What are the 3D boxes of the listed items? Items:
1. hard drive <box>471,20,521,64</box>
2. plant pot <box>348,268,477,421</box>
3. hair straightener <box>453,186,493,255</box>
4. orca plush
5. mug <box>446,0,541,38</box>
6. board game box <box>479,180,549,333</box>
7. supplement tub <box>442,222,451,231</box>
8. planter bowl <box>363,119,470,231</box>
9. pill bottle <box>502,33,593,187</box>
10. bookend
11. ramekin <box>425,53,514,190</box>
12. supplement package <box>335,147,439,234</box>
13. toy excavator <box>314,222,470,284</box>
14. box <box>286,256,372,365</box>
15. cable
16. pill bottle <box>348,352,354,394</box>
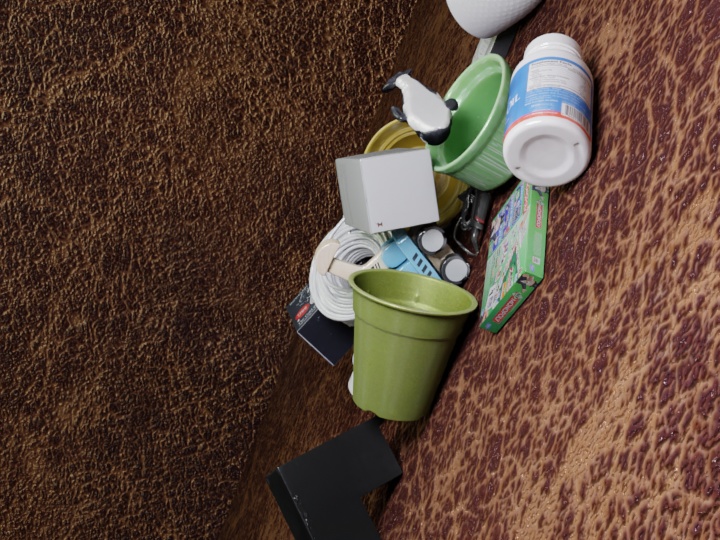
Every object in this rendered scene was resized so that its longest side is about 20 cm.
[{"bbox_3d":[0.280,-0.485,1.922,0.140,0.037,0.202,-99,31,-72],"label":"hard drive"},{"bbox_3d":[0.064,0.119,1.488,0.200,0.197,0.192,-102,21,-74],"label":"plant pot"},{"bbox_3d":[0.193,-0.115,1.605,0.077,0.041,0.202,-24,50,57],"label":"hair straightener"},{"bbox_3d":[0.090,-0.242,1.554,0.200,0.104,0.072,45,148,44],"label":"orca plush"},{"bbox_3d":[0.271,-0.538,1.762,0.175,0.148,0.201,-23,29,52],"label":"mug"},{"bbox_3d":[0.212,-0.032,1.339,0.135,0.029,0.202,122,166,-49],"label":"board game box"},{"bbox_3d":[0.085,-0.100,1.879,0.200,0.143,0.146,133,156,-68],"label":"supplement tub"},{"bbox_3d":[0.105,-0.170,1.733,0.202,0.199,0.083,-67,-10,10],"label":"planter bowl"},{"bbox_3d":[0.247,-0.215,1.275,0.113,0.111,0.201,121,167,-47],"label":"pill bottle"},{"bbox_3d":[-0.013,0.361,1.530,0.198,0.200,0.092,-24,-12,-25],"label":"bookend"},{"bbox_3d":[0.196,-0.224,1.525,0.200,0.097,0.201,-48,27,34],"label":"ramekin"},{"bbox_3d":[0.040,-0.133,1.587,0.200,0.116,0.119,-149,50,-75],"label":"supplement package"},{"bbox_3d":[0.050,-0.011,1.597,0.199,0.195,0.100,-39,14,4],"label":"toy excavator"},{"bbox_3d":[-0.035,0.055,1.897,0.200,0.104,0.182,-47,16,1],"label":"box"},{"bbox_3d":[0.000,0.000,1.744,0.200,0.069,0.201,-42,55,10],"label":"cable"},{"bbox_3d":[0.052,0.133,1.664,0.112,0.110,0.201,-84,17,-59],"label":"pill bottle"}]
